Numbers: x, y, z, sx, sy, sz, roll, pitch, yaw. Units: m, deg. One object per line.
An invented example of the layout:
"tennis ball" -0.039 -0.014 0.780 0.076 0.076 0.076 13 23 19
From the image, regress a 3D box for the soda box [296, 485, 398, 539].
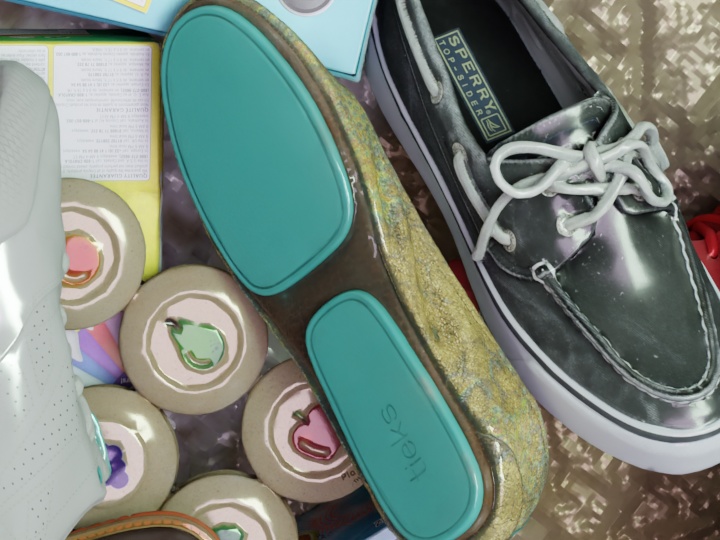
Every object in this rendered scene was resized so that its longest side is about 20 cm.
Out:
"soda box" -0.049 0.148 1.033 0.200 0.064 0.069 -31 104 -4

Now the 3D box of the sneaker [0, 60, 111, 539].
"sneaker" -0.111 0.036 0.926 0.088 0.075 0.201 23 63 -34

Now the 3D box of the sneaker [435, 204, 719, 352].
"sneaker" 0.119 -0.010 1.040 0.199 0.078 0.116 12 91 -26

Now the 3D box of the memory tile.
"memory tile" -0.099 0.082 0.978 0.153 0.017 0.200 36 91 -9

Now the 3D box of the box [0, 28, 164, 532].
"box" -0.125 0.020 1.002 0.117 0.048 0.201 0 99 -11

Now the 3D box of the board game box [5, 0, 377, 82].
"board game box" -0.081 -0.158 0.973 0.199 0.047 0.151 12 99 -14

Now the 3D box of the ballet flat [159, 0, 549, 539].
"ballet flat" 0.000 0.000 0.964 0.071 0.071 0.200 -28 80 -4

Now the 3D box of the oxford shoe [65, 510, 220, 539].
"oxford shoe" -0.124 0.146 0.936 0.200 0.073 0.071 -34 99 -3

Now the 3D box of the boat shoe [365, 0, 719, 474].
"boat shoe" 0.066 -0.028 0.964 0.073 0.068 0.200 -19 66 -15
